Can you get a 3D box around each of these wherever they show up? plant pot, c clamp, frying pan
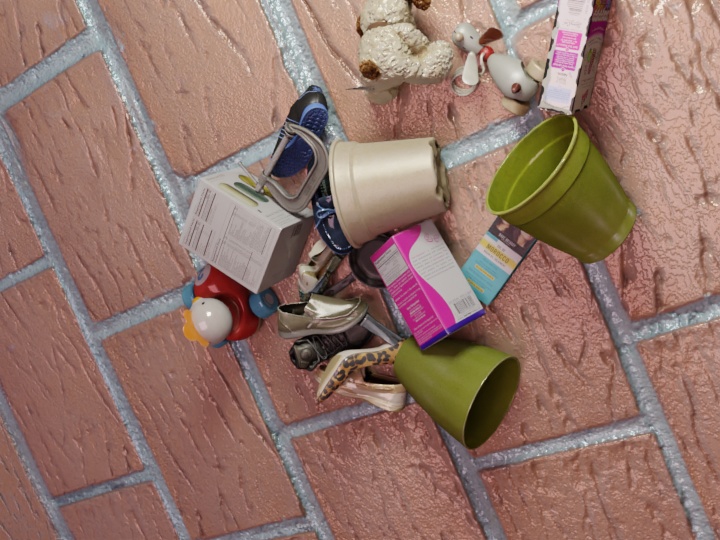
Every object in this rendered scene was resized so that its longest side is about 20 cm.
[{"bbox_3d":[0.342,-0.116,1.447,0.192,0.201,0.200,37,120,-18],"label":"plant pot"},{"bbox_3d":[0.061,-0.155,1.593,0.181,0.200,0.203,-10,101,16],"label":"plant pot"},{"bbox_3d":[-0.143,-0.201,1.669,0.171,0.027,0.200,51,130,10],"label":"c clamp"},{"bbox_3d":[0.015,0.008,1.732,0.114,0.031,0.191,33,119,2],"label":"frying pan"},{"bbox_3d":[0.167,0.202,1.654,0.199,0.186,0.189,27,116,32],"label":"plant pot"}]

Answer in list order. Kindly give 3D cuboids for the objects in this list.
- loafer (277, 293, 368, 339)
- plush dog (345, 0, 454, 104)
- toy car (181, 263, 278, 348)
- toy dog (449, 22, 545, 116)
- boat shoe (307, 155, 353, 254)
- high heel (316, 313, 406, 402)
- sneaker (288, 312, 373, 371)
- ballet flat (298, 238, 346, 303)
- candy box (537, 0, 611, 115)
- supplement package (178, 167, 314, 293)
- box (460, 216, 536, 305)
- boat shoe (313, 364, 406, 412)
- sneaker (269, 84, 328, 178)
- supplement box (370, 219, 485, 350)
[{"bbox_3d":[-0.081,0.084,1.736,0.198,0.075,0.070,-14,114,17],"label":"loafer"},{"bbox_3d":[0.046,-0.405,1.534,0.199,0.159,0.174,-13,76,42],"label":"plush dog"},{"bbox_3d":[-0.307,0.081,1.818,0.183,0.200,0.178,-31,91,29],"label":"toy car"},{"bbox_3d":[0.225,-0.341,1.488,0.198,0.096,0.134,22,112,25],"label":"toy dog"},{"bbox_3d":[-0.063,-0.129,1.676,0.069,0.083,0.202,122,125,-71],"label":"boat shoe"},{"bbox_3d":[0.013,0.202,1.731,0.142,0.071,0.201,35,91,-14],"label":"high heel"},{"bbox_3d":[-0.062,0.148,1.771,0.198,0.114,0.077,-22,96,26],"label":"sneaker"},{"bbox_3d":[-0.086,-0.013,1.756,0.074,0.074,0.201,38,113,11],"label":"ballet flat"},{"bbox_3d":[0.345,-0.359,1.411,0.060,0.136,0.203,15,110,23],"label":"candy box"},{"bbox_3d":[-0.224,-0.084,1.757,0.199,0.152,0.152,31,115,15],"label":"supplement package"},{"bbox_3d":[0.259,-0.040,1.595,0.082,0.049,0.201,37,118,11],"label":"box"},{"bbox_3d":[0.003,0.220,1.787,0.198,0.074,0.070,17,108,11],"label":"boat shoe"},{"bbox_3d":[-0.119,-0.267,1.705,0.069,0.079,0.200,16,135,-27],"label":"sneaker"},{"bbox_3d":[0.121,0.025,1.613,0.202,0.100,0.103,62,146,8],"label":"supplement box"}]
